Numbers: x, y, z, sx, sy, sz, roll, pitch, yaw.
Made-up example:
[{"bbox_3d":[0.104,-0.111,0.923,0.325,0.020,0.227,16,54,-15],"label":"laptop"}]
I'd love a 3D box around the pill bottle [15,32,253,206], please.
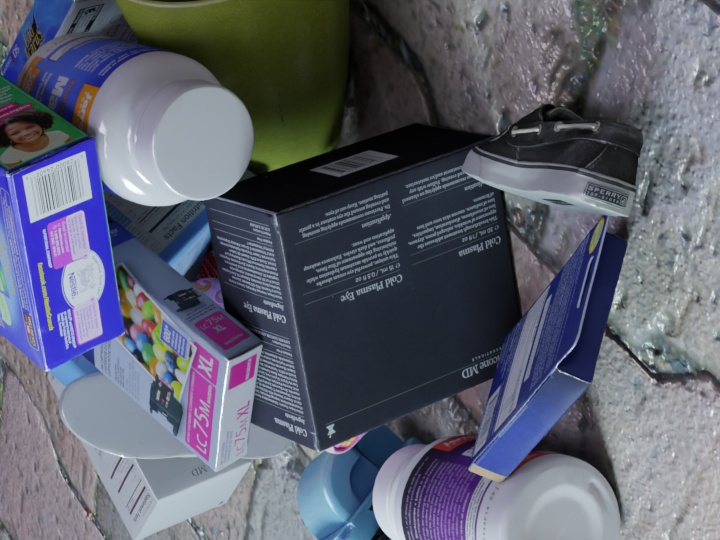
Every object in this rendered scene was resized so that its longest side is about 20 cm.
[{"bbox_3d":[-0.163,-0.108,1.534,0.200,0.112,0.112,20,124,54],"label":"pill bottle"}]

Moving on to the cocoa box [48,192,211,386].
[{"bbox_3d":[-0.218,-0.005,1.765,0.131,0.133,0.200,39,149,7],"label":"cocoa box"}]

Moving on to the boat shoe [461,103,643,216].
[{"bbox_3d":[0.134,-0.077,1.430,0.200,0.071,0.064,17,89,65],"label":"boat shoe"}]

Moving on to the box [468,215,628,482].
[{"bbox_3d":[0.135,0.053,1.459,0.032,0.121,0.200,23,146,-5],"label":"box"}]

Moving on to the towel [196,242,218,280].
[{"bbox_3d":[-0.149,0.031,1.875,0.200,0.022,0.145,12,124,58],"label":"towel"}]

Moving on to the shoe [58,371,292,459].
[{"bbox_3d":[-0.160,0.123,1.785,0.091,0.200,0.072,-178,95,-74],"label":"shoe"}]

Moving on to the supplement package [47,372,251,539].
[{"bbox_3d":[-0.212,0.148,2.104,0.200,0.114,0.110,59,150,17],"label":"supplement package"}]

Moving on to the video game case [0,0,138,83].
[{"bbox_3d":[-0.193,-0.218,1.776,0.045,0.181,0.200,65,151,11],"label":"video game case"}]

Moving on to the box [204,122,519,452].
[{"bbox_3d":[0.006,0.008,1.554,0.104,0.200,0.182,16,120,54],"label":"box"}]

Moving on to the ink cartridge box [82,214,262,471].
[{"bbox_3d":[-0.157,0.047,1.577,0.200,0.042,0.119,40,139,30],"label":"ink cartridge box"}]

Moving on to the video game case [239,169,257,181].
[{"bbox_3d":[-0.143,-0.073,1.762,0.200,0.022,0.182,35,162,22],"label":"video game case"}]

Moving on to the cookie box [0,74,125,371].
[{"bbox_3d":[-0.264,-0.048,1.555,0.200,0.075,0.171,33,138,44],"label":"cookie box"}]

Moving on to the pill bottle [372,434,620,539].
[{"bbox_3d":[0.095,0.184,1.601,0.200,0.111,0.112,5,112,58],"label":"pill bottle"}]

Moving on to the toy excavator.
[{"bbox_3d":[-0.007,0.150,1.751,0.200,0.195,0.100,41,151,-6],"label":"toy excavator"}]

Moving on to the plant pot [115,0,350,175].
[{"bbox_3d":[-0.083,-0.178,1.640,0.187,0.187,0.200,37,152,45],"label":"plant pot"}]

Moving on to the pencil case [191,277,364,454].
[{"bbox_3d":[-0.071,0.077,1.709,0.200,0.087,0.088,28,132,35],"label":"pencil case"}]
